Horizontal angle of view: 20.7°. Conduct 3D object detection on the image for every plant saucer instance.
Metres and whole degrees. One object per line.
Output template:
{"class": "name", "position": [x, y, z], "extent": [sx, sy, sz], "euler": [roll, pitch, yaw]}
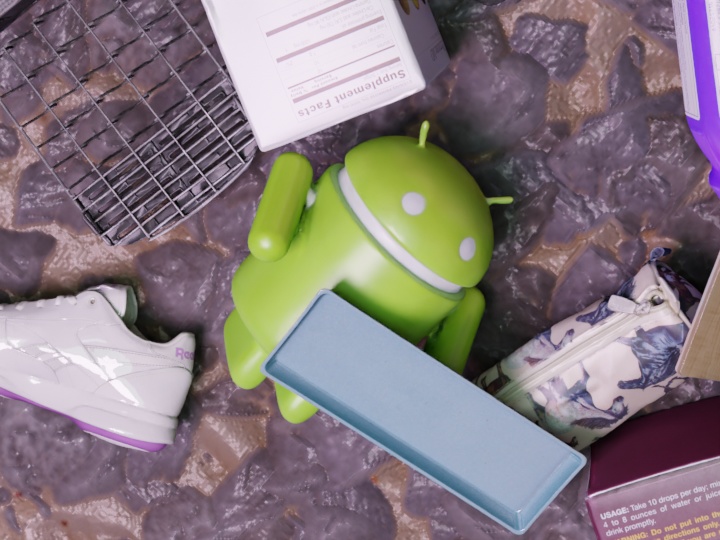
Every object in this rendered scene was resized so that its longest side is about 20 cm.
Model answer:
{"class": "plant saucer", "position": [0.039, 0.084, 1.190], "extent": [0.199, 0.019, 0.070], "euler": [33, 113, -15]}

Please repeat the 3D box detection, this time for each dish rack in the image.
{"class": "dish rack", "position": [-0.158, -0.124, 1.262], "extent": [0.153, 0.055, 0.201], "euler": [-35, 96, 17]}

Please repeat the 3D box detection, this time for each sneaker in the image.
{"class": "sneaker", "position": [-0.201, 0.045, 1.309], "extent": [0.198, 0.075, 0.100], "euler": [21, 87, 5]}

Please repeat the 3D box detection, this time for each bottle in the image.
{"class": "bottle", "position": [0.236, -0.106, 1.183], "extent": [0.083, 0.065, 0.202], "euler": [-15, 108, -12]}

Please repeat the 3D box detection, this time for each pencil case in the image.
{"class": "pencil case", "position": [0.129, 0.069, 1.236], "extent": [0.199, 0.078, 0.089], "euler": [-34, 139, 16]}

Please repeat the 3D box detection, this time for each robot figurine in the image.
{"class": "robot figurine", "position": [0.000, 0.000, 1.227], "extent": [0.175, 0.116, 0.200], "euler": [38, 108, -24]}

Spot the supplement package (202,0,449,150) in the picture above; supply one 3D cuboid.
{"class": "supplement package", "position": [-0.037, -0.191, 1.185], "extent": [0.109, 0.114, 0.202], "euler": [-20, 100, 15]}

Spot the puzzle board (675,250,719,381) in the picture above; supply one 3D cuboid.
{"class": "puzzle board", "position": [0.277, -0.023, 1.183], "extent": [0.150, 0.017, 0.202], "euler": [9, 107, -32]}

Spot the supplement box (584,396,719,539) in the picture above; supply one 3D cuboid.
{"class": "supplement box", "position": [0.216, 0.198, 1.227], "extent": [0.102, 0.131, 0.202], "euler": [-17, 100, 12]}

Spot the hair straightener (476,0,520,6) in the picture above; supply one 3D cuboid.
{"class": "hair straightener", "position": [0.130, -0.232, 1.198], "extent": [0.199, 0.041, 0.077], "euler": [-33, 95, 20]}
